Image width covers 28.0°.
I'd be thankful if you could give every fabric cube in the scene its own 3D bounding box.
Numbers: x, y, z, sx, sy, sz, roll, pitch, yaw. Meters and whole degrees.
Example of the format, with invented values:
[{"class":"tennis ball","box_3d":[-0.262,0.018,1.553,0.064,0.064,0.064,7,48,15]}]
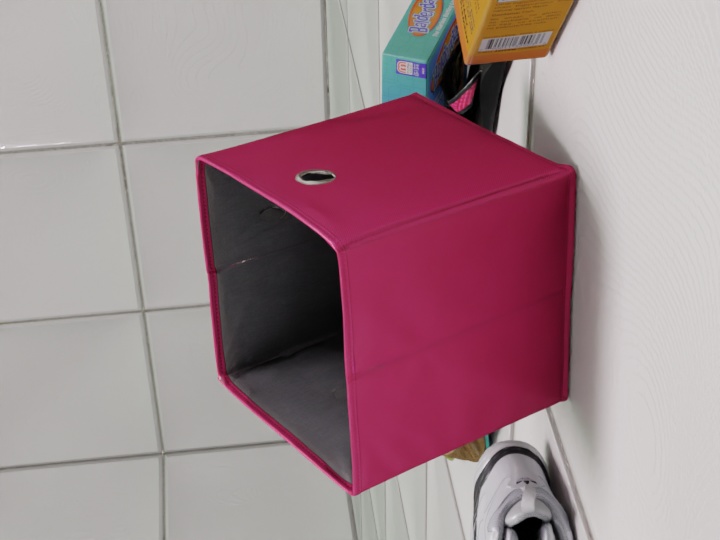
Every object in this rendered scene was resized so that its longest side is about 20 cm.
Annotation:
[{"class":"fabric cube","box_3d":[0.019,0.007,1.054,0.196,0.199,0.201,34,135,49]}]

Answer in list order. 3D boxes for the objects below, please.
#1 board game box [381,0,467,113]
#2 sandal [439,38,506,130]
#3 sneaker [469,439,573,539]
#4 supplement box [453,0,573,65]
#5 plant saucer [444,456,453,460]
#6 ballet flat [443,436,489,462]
[{"class":"board game box","box_3d":[0.061,-0.157,1.350,0.152,0.045,0.201,-63,-20,-45]},{"class":"sandal","box_3d":[0.095,-0.173,1.251,0.200,0.045,0.075,96,168,-67]},{"class":"sneaker","box_3d":[0.124,0.245,1.144,0.115,0.075,0.201,-103,13,-78]},{"class":"supplement box","box_3d":[0.107,-0.203,0.952,0.200,0.069,0.067,111,151,-75]},{"class":"plant saucer","box_3d":[0.063,0.126,1.661,0.200,0.031,0.200,56,171,13]},{"class":"ballet flat","box_3d":[0.095,0.128,1.402,0.200,0.072,0.068,93,170,-58]}]
